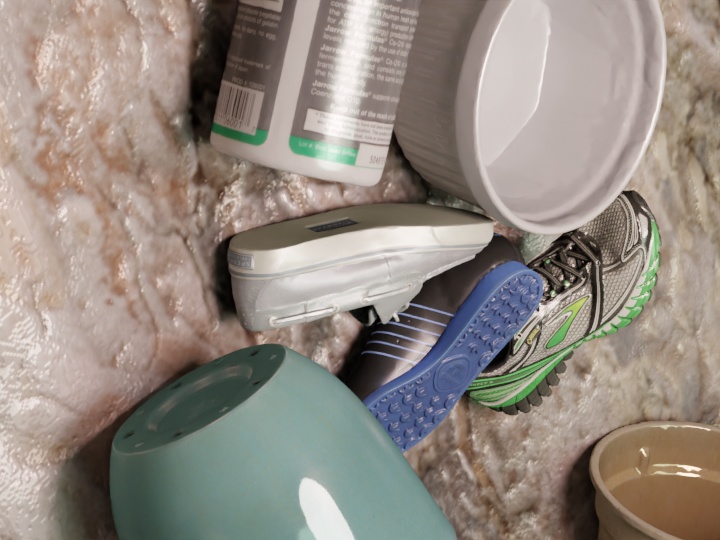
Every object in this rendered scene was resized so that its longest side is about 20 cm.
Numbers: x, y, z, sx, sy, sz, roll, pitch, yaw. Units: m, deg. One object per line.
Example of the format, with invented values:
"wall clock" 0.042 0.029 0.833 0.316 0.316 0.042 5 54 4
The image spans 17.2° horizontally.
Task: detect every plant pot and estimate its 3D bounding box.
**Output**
"plant pot" 0.260 0.247 1.877 0.200 0.200 0.184 -16 126 -42
"plant pot" -0.063 0.144 1.483 0.200 0.200 0.162 -38 109 -31

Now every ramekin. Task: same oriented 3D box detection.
"ramekin" 0.107 -0.132 1.627 0.200 0.105 0.201 -18 116 -42

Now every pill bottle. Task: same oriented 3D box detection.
"pill bottle" -0.020 -0.161 1.476 0.113 0.113 0.201 6 100 -47

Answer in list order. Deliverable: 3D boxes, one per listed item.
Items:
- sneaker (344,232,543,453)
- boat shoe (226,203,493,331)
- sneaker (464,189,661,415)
"sneaker" 0.036 0.054 1.651 0.200 0.078 0.070 -44 137 1
"boat shoe" 0.000 0.000 1.580 0.200 0.070 0.072 -10 110 -32
"sneaker" 0.135 0.022 1.687 0.085 0.078 0.200 19 118 -44
